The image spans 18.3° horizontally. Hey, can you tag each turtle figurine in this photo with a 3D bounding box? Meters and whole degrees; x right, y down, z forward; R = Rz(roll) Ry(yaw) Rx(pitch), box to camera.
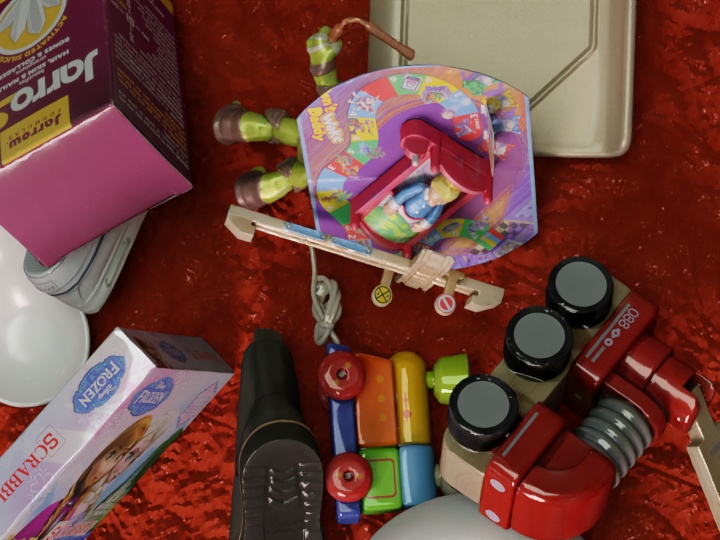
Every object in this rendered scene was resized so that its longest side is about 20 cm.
[{"bbox_3d":[-0.018,-0.079,1.579,0.160,0.065,0.201,-7,127,32],"label":"turtle figurine"}]

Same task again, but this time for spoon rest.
[{"bbox_3d":[-0.260,0.002,1.654,0.099,0.061,0.201,-18,81,11],"label":"spoon rest"}]

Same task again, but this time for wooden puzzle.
[{"bbox_3d":[0.101,-0.173,1.600,0.198,0.037,0.187,1,86,18],"label":"wooden puzzle"}]

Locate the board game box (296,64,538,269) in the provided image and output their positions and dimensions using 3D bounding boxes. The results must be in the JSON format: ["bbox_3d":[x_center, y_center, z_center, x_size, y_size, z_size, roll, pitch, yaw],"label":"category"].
[{"bbox_3d":[0.040,-0.053,1.525,0.157,0.201,0.039,-3,47,5],"label":"board game box"}]

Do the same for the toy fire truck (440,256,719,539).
[{"bbox_3d":[0.173,0.121,1.502,0.199,0.129,0.176,34,64,17],"label":"toy fire truck"}]

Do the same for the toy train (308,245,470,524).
[{"bbox_3d":[0.026,0.074,1.579,0.115,0.085,0.202,-3,79,-2],"label":"toy train"}]

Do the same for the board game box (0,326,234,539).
[{"bbox_3d":[-0.190,0.128,1.557,0.041,0.200,0.200,43,96,11],"label":"board game box"}]

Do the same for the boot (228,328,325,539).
[{"bbox_3d":[-0.063,0.157,1.596,0.077,0.139,0.201,5,124,-12],"label":"boot"}]

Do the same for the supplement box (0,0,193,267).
[{"bbox_3d":[-0.203,-0.125,1.576,0.130,0.103,0.201,-27,45,16],"label":"supplement box"}]

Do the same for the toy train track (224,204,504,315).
[{"bbox_3d":[0.000,0.000,1.549,0.199,0.115,0.033,18,78,-5],"label":"toy train track"}]

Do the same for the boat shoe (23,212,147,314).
[{"bbox_3d":[-0.183,-0.063,1.640,0.073,0.067,0.201,9,66,41],"label":"boat shoe"}]

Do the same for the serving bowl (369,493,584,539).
[{"bbox_3d":[0.079,0.256,1.524,0.198,0.066,0.202,1,100,4],"label":"serving bowl"}]
